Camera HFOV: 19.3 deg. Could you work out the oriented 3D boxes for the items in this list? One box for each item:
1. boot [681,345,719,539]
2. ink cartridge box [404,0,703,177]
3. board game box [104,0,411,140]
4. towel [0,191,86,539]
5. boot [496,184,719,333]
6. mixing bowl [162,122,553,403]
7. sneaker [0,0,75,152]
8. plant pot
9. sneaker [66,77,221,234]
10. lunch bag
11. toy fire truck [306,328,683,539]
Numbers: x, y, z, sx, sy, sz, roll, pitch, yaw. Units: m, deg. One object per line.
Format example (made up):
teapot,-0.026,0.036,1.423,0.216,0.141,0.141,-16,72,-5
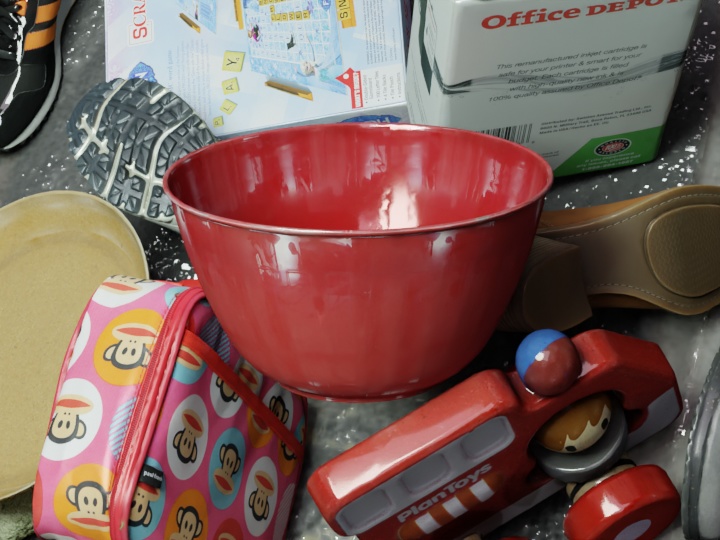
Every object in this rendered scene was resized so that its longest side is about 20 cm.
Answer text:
boot,0.258,0.069,1.158,0.131,0.070,0.202,18,77,16
ink cartridge box,0.106,-0.135,1.195,0.145,0.200,0.084,-9,63,-8
board game box,-0.067,-0.169,1.362,0.197,0.041,0.202,-8,65,11
towel,-0.199,0.056,1.301,0.148,0.037,0.201,-29,63,2
boot,0.117,-0.011,1.225,0.199,0.077,0.155,-21,20,-30
mixing bowl,0.000,0.000,1.091,0.198,0.200,0.109,5,110,17
sneaker,-0.227,-0.179,1.382,0.069,0.090,0.202,12,70,20
plant pot,-0.199,0.048,1.247,0.199,0.027,0.202,-16,56,26
sneaker,-0.093,-0.042,1.285,0.199,0.086,0.078,33,79,16
lunch bag,-0.098,0.092,1.168,0.081,0.200,0.178,6,68,22
toy fire truck,0.079,0.098,1.133,0.199,0.168,0.113,-30,63,1
